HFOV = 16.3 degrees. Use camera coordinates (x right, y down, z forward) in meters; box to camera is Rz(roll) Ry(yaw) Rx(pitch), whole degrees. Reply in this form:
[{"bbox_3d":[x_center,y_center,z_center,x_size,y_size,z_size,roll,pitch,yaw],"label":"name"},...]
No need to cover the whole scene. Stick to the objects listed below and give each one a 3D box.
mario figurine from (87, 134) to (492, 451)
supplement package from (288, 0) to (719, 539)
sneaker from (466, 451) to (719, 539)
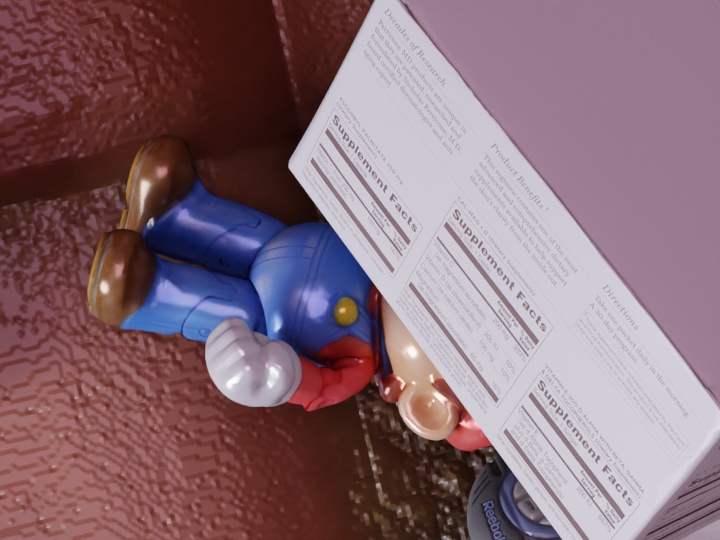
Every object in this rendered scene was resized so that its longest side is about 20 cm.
[{"bbox_3d":[0.000,0.000,0.982,0.199,0.106,0.124,16,88,1],"label":"mario figurine"},{"bbox_3d":[0.103,-0.018,0.917,0.155,0.111,0.200,-22,66,-36],"label":"supplement package"},{"bbox_3d":[0.129,0.082,1.002,0.199,0.087,0.075,-23,51,-16],"label":"sneaker"}]
